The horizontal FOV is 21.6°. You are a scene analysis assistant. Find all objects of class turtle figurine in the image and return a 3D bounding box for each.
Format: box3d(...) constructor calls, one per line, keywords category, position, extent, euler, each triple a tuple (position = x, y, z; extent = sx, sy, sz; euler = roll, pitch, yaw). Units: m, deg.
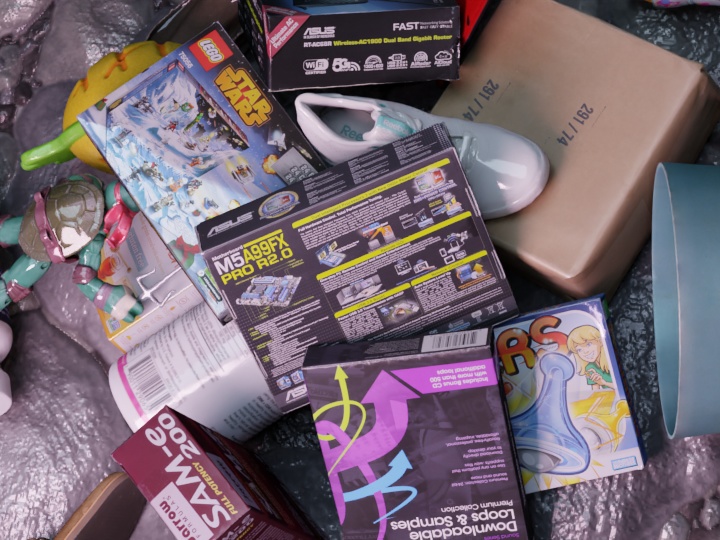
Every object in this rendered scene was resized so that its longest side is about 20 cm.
box3d(category="turtle figurine", position=(-0.234, -0.028, 1.531), extent=(0.200, 0.101, 0.150), euler=(-20, 50, 15))

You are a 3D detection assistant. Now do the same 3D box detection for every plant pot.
box3d(category="plant pot", position=(0.299, 0.019, 1.361), extent=(0.161, 0.201, 0.201), euler=(-2, 73, 3))

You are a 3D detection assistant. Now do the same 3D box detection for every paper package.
box3d(category="paper package", position=(0.154, -0.098, 1.489), extent=(0.190, 0.103, 0.200), euler=(29, 85, 25))

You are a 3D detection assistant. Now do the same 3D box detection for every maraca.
box3d(category="maraca", position=(-0.199, -0.127, 1.590), extent=(0.200, 0.137, 0.107), euler=(-23, 86, 29))

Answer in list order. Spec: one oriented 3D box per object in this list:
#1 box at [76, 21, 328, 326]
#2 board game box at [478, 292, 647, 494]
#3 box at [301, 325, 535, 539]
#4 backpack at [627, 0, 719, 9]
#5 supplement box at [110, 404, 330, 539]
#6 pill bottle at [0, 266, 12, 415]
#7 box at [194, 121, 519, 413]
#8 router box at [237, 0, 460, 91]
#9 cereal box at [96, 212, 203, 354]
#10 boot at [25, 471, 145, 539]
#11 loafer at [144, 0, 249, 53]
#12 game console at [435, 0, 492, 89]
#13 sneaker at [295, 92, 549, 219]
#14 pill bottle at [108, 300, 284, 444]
box3d(category="box", position=(-0.109, -0.076, 1.468), extent=(0.137, 0.040, 0.200), euler=(-34, 76, -6))
box3d(category="board game box", position=(0.107, 0.106, 1.452), extent=(0.200, 0.034, 0.136), euler=(-15, 93, 14))
box3d(category="box", position=(0.046, 0.142, 1.413), extent=(0.143, 0.200, 0.036), euler=(-8, 28, 12))
box3d(category="backpack", position=(0.248, -0.297, 1.470), extent=(0.126, 0.200, 0.167), euler=(6, 55, 18))
box3d(category="supplement box", position=(-0.099, 0.178, 1.433), extent=(0.061, 0.200, 0.109), euler=(-43, 66, 2))
box3d(category="pill bottle", position=(-0.360, 0.028, 1.613), extent=(0.116, 0.116, 0.200), euler=(-19, 69, 12))
box3d(category="box", position=(0.000, 0.000, 1.399), extent=(0.200, 0.160, 0.044), euler=(-23, 32, 3))
box3d(category="router box", position=(-0.014, -0.206, 1.510), extent=(0.150, 0.200, 0.062), euler=(-4, 115, -10))
box3d(category="cereal box", position=(-0.139, -0.034, 1.577), extent=(0.200, 0.040, 0.144), euler=(-35, 45, 6))
box3d(category="boot", position=(-0.255, 0.236, 1.543), extent=(0.075, 0.074, 0.200), euler=(37, 90, 34))
box3d(category="loafer", position=(-0.115, -0.234, 1.636), extent=(0.200, 0.071, 0.073), euler=(-38, 66, 4))
box3d(category="game console", position=(0.124, -0.259, 1.484), extent=(0.172, 0.200, 0.119), euler=(-26, 78, -19))
box3d(category="sneaker", position=(0.041, -0.093, 1.421), extent=(0.200, 0.088, 0.075), euler=(13, 77, 21))
box3d(category="pill bottle", position=(-0.091, 0.068, 1.512), extent=(0.200, 0.113, 0.113), euler=(-34, 66, 6))
